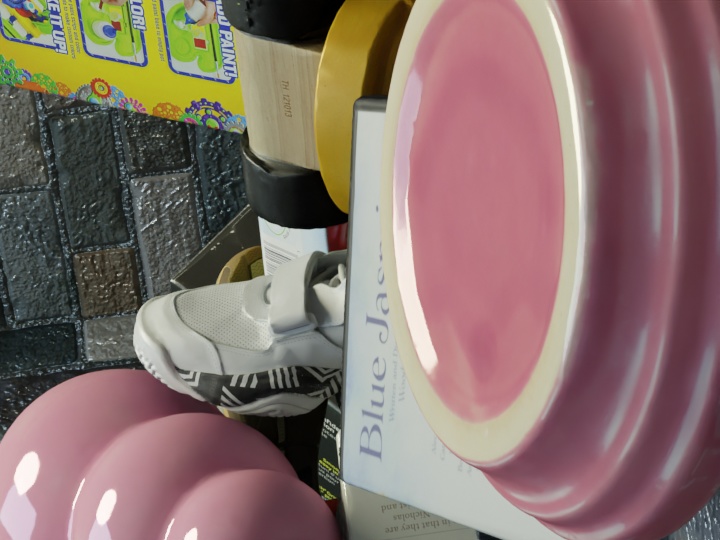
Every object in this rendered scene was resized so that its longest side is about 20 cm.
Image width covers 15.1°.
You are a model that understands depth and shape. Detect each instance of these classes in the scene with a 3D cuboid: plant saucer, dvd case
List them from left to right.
[{"bbox_3d":[0.042,0.014,0.906,0.200,0.017,0.143,-170,81,-65],"label":"dvd case"},{"bbox_3d":[0.054,-0.020,0.783,0.200,0.051,0.201,179,90,-69],"label":"plant saucer"}]

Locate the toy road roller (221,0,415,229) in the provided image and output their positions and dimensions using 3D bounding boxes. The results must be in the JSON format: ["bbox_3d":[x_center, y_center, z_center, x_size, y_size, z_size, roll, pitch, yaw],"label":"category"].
[{"bbox_3d":[0.043,-0.095,1.092,0.200,0.146,0.123,-45,-40,-43],"label":"toy road roller"}]

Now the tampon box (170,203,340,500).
[{"bbox_3d":[-0.006,0.056,1.521,0.150,0.126,0.200,37,156,20],"label":"tampon box"}]

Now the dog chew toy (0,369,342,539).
[{"bbox_3d":[-0.079,0.114,1.184,0.200,0.124,0.125,15,116,53],"label":"dog chew toy"}]

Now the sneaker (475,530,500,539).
[{"bbox_3d":[0.073,0.033,0.984,0.200,0.070,0.082,104,155,-59],"label":"sneaker"}]

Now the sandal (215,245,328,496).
[{"bbox_3d":[-0.053,0.089,1.321,0.080,0.054,0.201,-15,-79,-56],"label":"sandal"}]

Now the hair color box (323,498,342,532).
[{"bbox_3d":[0.010,0.209,1.279,0.200,0.061,0.102,51,-145,-33],"label":"hair color box"}]

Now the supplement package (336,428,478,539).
[{"bbox_3d":[0.058,0.171,1.153,0.117,0.117,0.201,92,171,-69],"label":"supplement package"}]

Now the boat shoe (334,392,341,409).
[{"bbox_3d":[0.015,-0.018,1.361,0.062,0.073,0.201,2,81,51],"label":"boat shoe"}]

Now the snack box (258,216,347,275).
[{"bbox_3d":[0.013,-0.088,1.244,0.053,0.142,0.200,24,133,37],"label":"snack box"}]

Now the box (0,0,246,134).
[{"bbox_3d":[-0.066,-0.178,1.345,0.200,0.192,0.122,-52,-34,-45],"label":"box"}]

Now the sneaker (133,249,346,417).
[{"bbox_3d":[0.000,0.000,1.177,0.075,0.199,0.115,-78,-9,-59],"label":"sneaker"}]
